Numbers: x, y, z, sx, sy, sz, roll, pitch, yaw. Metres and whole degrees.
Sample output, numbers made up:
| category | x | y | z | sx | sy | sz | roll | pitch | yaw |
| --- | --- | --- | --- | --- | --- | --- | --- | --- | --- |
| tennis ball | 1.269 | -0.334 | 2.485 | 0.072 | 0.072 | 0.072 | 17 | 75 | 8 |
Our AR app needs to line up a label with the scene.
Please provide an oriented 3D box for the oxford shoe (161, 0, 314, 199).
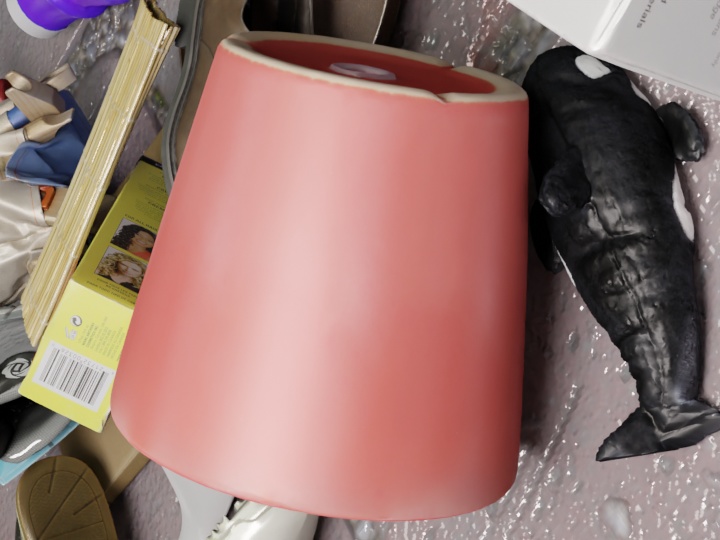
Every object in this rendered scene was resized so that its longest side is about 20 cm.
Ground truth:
| category | x | y | z | sx | sy | sz | roll | pitch | yaw |
| --- | --- | --- | --- | --- | --- | --- | --- | --- | --- |
| oxford shoe | -0.058 | -0.083 | 0.934 | 0.084 | 0.072 | 0.202 | -14 | 72 | 45 |

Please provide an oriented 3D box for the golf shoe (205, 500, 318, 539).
| category | x | y | z | sx | sy | sz | roll | pitch | yaw |
| --- | --- | --- | --- | --- | --- | --- | --- | --- | --- |
| golf shoe | -0.049 | 0.203 | 0.933 | 0.097 | 0.078 | 0.202 | 34 | 115 | 30 |

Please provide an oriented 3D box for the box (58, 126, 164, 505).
| category | x | y | z | sx | sy | sz | roll | pitch | yaw |
| --- | --- | --- | --- | --- | --- | --- | --- | --- | --- |
| box | -0.143 | 0.033 | 1.099 | 0.200 | 0.021 | 0.164 | -47 | 50 | 33 |

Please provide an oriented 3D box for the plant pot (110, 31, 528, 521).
| category | x | y | z | sx | sy | sz | roll | pitch | yaw |
| --- | --- | --- | --- | --- | --- | --- | --- | --- | --- |
| plant pot | -0.009 | -0.007 | 0.793 | 0.200 | 0.199 | 0.179 | 26 | 112 | 49 |

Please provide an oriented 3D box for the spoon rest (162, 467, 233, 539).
| category | x | y | z | sx | sy | sz | roll | pitch | yaw |
| --- | --- | --- | --- | --- | --- | --- | --- | --- | --- |
| spoon rest | -0.104 | 0.119 | 1.005 | 0.099 | 0.060 | 0.202 | 40 | 113 | 48 |

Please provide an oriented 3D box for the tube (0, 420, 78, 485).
| category | x | y | z | sx | sy | sz | roll | pitch | yaw |
| --- | --- | --- | --- | --- | --- | --- | --- | --- | --- |
| tube | -0.228 | 0.104 | 1.126 | 0.077 | 0.051 | 0.200 | -45 | 17 | -20 |

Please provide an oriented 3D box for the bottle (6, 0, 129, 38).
| category | x | y | z | sx | sy | sz | roll | pitch | yaw |
| --- | --- | --- | --- | --- | --- | --- | --- | --- | --- |
| bottle | -0.163 | -0.218 | 1.136 | 0.199 | 0.065 | 0.084 | -32 | 54 | 43 |

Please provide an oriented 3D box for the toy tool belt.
| category | x | y | z | sx | sy | sz | roll | pitch | yaw |
| --- | --- | --- | --- | --- | --- | --- | --- | --- | --- |
| toy tool belt | -0.211 | -0.073 | 1.138 | 0.122 | 0.125 | 0.201 | -22 | 42 | 12 |

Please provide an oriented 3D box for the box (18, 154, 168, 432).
| category | x | y | z | sx | sy | sz | roll | pitch | yaw |
| --- | --- | --- | --- | --- | --- | --- | --- | --- | --- |
| box | -0.129 | 0.007 | 0.950 | 0.076 | 0.050 | 0.200 | -62 | 8 | 22 |

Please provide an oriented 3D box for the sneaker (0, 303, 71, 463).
| category | x | y | z | sx | sy | sz | roll | pitch | yaw |
| --- | --- | --- | --- | --- | --- | --- | --- | --- | --- |
| sneaker | -0.238 | 0.075 | 1.052 | 0.198 | 0.075 | 0.116 | -16 | 26 | 23 |

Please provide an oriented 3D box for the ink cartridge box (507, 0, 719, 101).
| category | x | y | z | sx | sy | sz | roll | pitch | yaw |
| --- | --- | --- | --- | --- | --- | --- | --- | --- | --- |
| ink cartridge box | 0.128 | -0.122 | 0.666 | 0.148 | 0.199 | 0.086 | 41 | 113 | 45 |

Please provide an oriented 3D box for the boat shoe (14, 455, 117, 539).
| category | x | y | z | sx | sy | sz | roll | pitch | yaw |
| --- | --- | --- | --- | --- | --- | --- | --- | --- | --- |
| boat shoe | -0.167 | 0.215 | 1.066 | 0.065 | 0.072 | 0.202 | 137 | 123 | -70 |

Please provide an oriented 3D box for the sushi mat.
| category | x | y | z | sx | sy | sz | roll | pitch | yaw |
| --- | --- | --- | --- | --- | --- | --- | --- | --- | --- |
| sushi mat | -0.152 | -0.057 | 0.999 | 0.202 | 0.012 | 0.096 | -66 | 21 | 12 |

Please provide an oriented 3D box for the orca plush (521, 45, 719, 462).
| category | x | y | z | sx | sy | sz | roll | pitch | yaw |
| --- | --- | --- | --- | --- | --- | --- | --- | --- | --- |
| orca plush | 0.098 | -0.016 | 0.782 | 0.105 | 0.071 | 0.202 | -17 | 70 | 47 |

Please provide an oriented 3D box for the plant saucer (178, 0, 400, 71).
| category | x | y | z | sx | sy | sz | roll | pitch | yaw |
| --- | --- | --- | --- | --- | --- | --- | --- | --- | --- |
| plant saucer | -0.037 | -0.161 | 1.002 | 0.199 | 0.032 | 0.203 | -12 | 75 | 49 |
